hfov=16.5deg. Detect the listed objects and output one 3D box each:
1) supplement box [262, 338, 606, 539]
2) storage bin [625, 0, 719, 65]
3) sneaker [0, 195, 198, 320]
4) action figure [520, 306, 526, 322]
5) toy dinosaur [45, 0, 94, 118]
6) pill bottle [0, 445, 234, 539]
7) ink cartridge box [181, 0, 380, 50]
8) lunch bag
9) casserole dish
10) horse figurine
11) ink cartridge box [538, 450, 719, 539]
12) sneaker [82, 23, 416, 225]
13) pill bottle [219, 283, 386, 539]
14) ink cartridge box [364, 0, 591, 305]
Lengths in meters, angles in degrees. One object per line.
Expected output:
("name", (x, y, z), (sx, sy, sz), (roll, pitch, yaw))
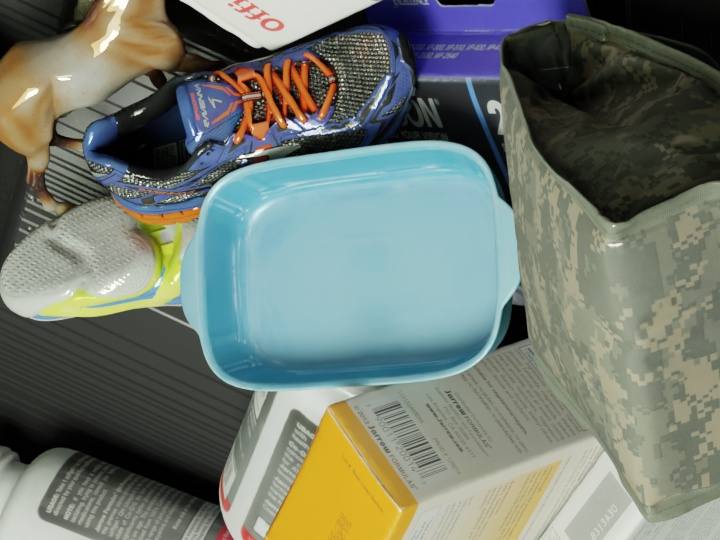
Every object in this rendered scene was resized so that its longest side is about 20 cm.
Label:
("supplement box", (0.058, 0.108, 1.308), (0.074, 0.200, 0.126), (53, 139, 27))
("storage bin", (0.209, -0.129, 1.239), (0.135, 0.094, 0.201), (2, 118, 18))
("sneaker", (-0.099, 0.004, 1.410), (0.199, 0.076, 0.105), (-16, 138, 8))
("action figure", (0.147, 0.103, 1.416), (0.065, 0.052, 0.201), (-8, 110, 28))
("toy dinosaur", (-0.145, -0.176, 1.367), (0.088, 0.048, 0.200), (26, 126, -16))
("pill bottle", (-0.163, 0.175, 1.530), (0.199, 0.111, 0.111), (20, 123, 8))
("ink cartridge box", (-0.019, -0.205, 1.234), (0.200, 0.083, 0.146), (-21, 144, 36))
("lunch bag", (0.130, -0.012, 1.132), (0.117, 0.200, 0.164), (-18, 122, -11))
("casserole dish", (0.000, 0.000, 1.271), (0.199, 0.039, 0.122), (-6, 83, 29))
("horse figurine", (-0.149, -0.103, 1.368), (0.200, 0.050, 0.133), (-29, 140, 10))
("ink cartridge box", (0.178, 0.150, 1.377), (0.050, 0.200, 0.161), (53, 129, 28))
("sneaker", (-0.060, -0.077, 1.309), (0.200, 0.078, 0.076), (-23, 69, 22))
("pill bottle", (-0.004, 0.079, 1.396), (0.114, 0.114, 0.200), (27, 136, 4))
("ink cartridge box", (0.071, -0.072, 1.295), (0.198, 0.043, 0.200), (7, 126, 56))
